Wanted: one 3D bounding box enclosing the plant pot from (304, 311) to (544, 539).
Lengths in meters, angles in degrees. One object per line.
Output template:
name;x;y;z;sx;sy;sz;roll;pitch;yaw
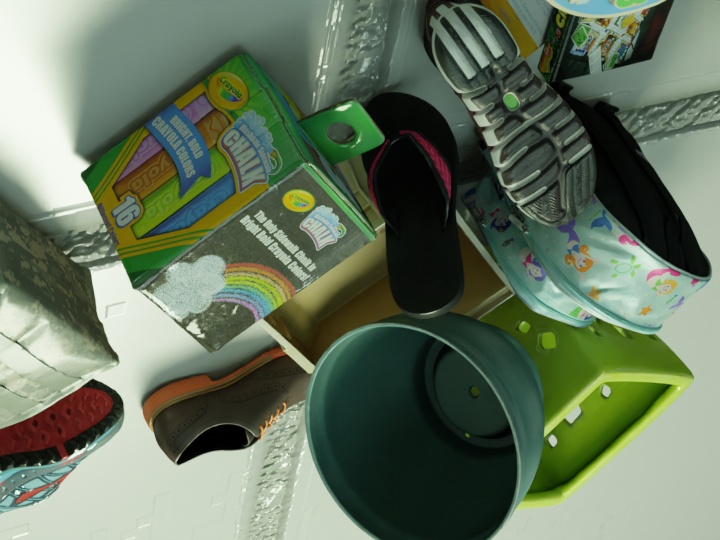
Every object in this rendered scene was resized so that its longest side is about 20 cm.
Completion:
plant pot;0.072;0.118;1.350;0.134;0.200;0.201;-28;157;-53

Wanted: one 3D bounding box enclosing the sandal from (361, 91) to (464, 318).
sandal;0.040;-0.060;1.231;0.074;0.202;0.045;-17;147;12

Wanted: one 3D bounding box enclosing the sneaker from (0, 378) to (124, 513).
sneaker;-0.282;0.153;1.387;0.199;0.080;0.096;-27;156;9

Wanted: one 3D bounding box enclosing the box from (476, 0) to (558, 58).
box;0.172;-0.257;1.226;0.199;0.042;0.119;-38;145;6

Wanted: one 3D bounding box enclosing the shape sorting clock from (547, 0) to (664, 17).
shape sorting clock;0.206;-0.256;1.143;0.198;0.039;0.201;-21;144;-16

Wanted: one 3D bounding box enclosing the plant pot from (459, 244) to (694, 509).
plant pot;0.155;0.092;1.514;0.200;0.182;0.198;-47;152;22

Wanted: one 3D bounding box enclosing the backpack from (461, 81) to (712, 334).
backpack;0.193;-0.037;1.367;0.177;0.201;0.151;18;119;-48

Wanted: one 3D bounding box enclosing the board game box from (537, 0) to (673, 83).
board game box;0.203;-0.231;1.227;0.104;0.024;0.201;-12;142;-23

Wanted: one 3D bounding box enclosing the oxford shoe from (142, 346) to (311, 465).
oxford shoe;-0.093;0.125;1.479;0.198;0.073;0.072;-19;144;-17

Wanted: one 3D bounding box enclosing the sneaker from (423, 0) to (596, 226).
sneaker;0.110;-0.134;1.253;0.075;0.116;0.201;-32;118;2

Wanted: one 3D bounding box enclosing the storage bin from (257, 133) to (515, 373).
storage bin;0.000;0.000;1.372;0.198;0.094;0.200;-35;146;6

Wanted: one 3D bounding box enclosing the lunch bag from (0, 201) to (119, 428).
lunch bag;-0.308;0.052;1.191;0.199;0.118;0.164;-29;147;9

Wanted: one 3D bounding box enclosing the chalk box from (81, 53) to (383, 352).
chalk box;-0.079;-0.062;1.197;0.199;0.124;0.125;-35;145;6
